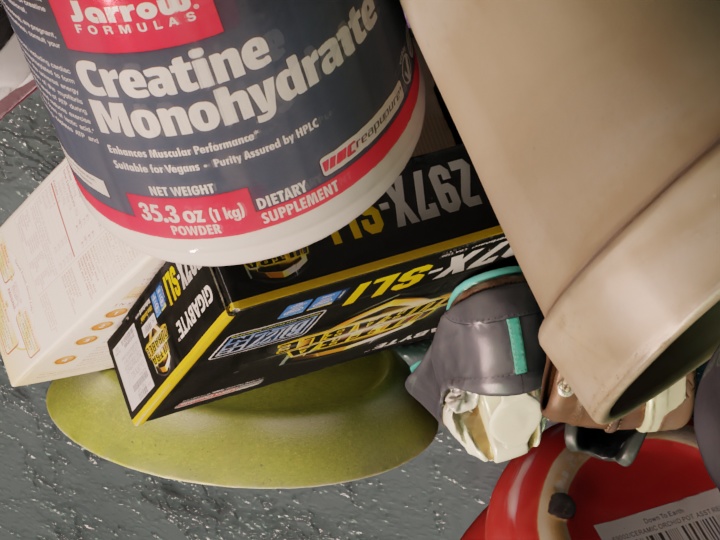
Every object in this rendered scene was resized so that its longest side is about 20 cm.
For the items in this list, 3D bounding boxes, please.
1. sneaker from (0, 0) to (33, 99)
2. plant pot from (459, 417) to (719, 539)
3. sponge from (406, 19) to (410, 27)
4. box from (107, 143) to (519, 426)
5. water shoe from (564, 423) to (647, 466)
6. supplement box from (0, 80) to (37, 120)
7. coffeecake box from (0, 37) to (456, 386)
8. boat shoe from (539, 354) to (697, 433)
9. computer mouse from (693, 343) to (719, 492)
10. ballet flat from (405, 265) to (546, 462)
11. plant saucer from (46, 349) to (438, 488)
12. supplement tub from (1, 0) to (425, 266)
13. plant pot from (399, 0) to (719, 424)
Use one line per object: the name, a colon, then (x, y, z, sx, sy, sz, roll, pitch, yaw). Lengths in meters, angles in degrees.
sneaker: (-0.154, -0.154, 1.124, 0.075, 0.200, 0.114, 0, 136, 53)
plant pot: (0.133, 0.180, 1.383, 0.199, 0.201, 0.183, 21, 136, 5)
sponge: (0.014, -0.180, 1.059, 0.030, 0.111, 0.201, 39, 155, 34)
box: (0.000, 0.000, 1.214, 0.050, 0.199, 0.160, 67, 154, 14)
water shoe: (0.129, 0.017, 1.267, 0.071, 0.079, 0.201, 12, 143, 16)
supplement box: (-0.206, -0.170, 1.223, 0.200, 0.086, 0.110, 37, 143, -16)
coffeecake box: (-0.070, -0.025, 1.266, 0.200, 0.153, 0.073, -38, 68, 52)
boat shoe: (0.097, -0.033, 1.132, 0.074, 0.204, 0.075, -3, 178, -6)
computer mouse: (0.164, 0.034, 0.969, 0.053, 0.200, 0.139, 43, 110, 15)
ballet flat: (0.060, 0.054, 1.275, 0.073, 0.073, 0.200, 23, 166, 3)
plant saucer: (-0.058, 0.055, 1.362, 0.199, 0.200, 0.031, 12, 111, 18)
supplement tub: (-0.062, -0.114, 0.974, 0.139, 0.141, 0.201, 6, 137, 25)
plant pot: (0.109, -0.075, 0.958, 0.174, 0.200, 0.200, 52, 145, 9)
